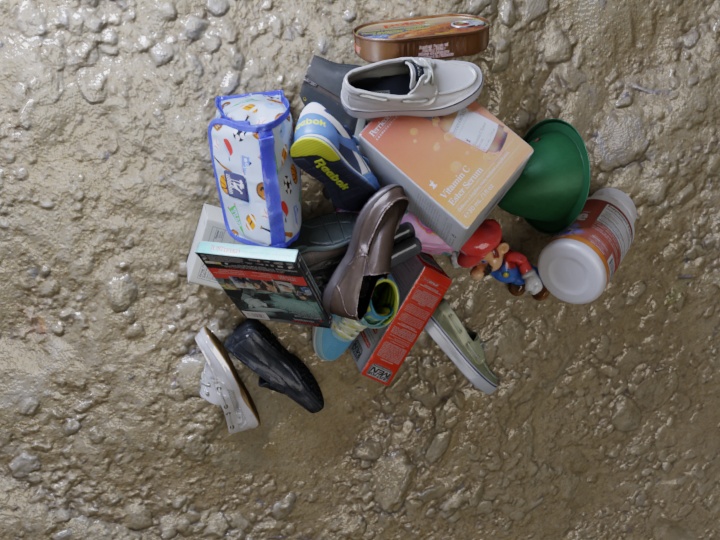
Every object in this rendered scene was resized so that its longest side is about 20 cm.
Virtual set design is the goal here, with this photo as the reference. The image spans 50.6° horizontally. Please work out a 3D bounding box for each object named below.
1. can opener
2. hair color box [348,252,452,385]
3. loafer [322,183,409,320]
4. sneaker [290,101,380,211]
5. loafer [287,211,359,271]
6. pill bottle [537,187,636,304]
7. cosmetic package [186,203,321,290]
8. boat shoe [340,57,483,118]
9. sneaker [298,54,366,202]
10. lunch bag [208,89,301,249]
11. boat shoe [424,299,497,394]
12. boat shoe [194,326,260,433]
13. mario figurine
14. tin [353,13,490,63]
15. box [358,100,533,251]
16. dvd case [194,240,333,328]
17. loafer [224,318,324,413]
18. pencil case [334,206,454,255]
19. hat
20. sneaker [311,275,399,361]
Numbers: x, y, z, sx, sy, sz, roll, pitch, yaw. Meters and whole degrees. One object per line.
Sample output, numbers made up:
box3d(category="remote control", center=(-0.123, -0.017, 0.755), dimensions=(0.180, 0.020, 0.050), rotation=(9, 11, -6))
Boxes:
box3d(category="can opener", center=(0.000, 0.000, 1.127), dimensions=(0.196, 0.054, 0.067), rotation=(-27, 151, 5))
box3d(category="hair color box", center=(0.059, 0.069, 1.226), dimensions=(0.060, 0.102, 0.203), rotation=(25, 105, -25))
box3d(category="loafer", center=(0.021, -0.019, 1.046), dimensions=(0.072, 0.070, 0.204), rotation=(5, 113, -60))
box3d(category="sneaker", center=(-0.026, -0.150, 1.039), dimensions=(0.072, 0.084, 0.200), rotation=(-14, 149, 20))
box3d(category="loafer", center=(-0.077, -0.027, 1.097), dimensions=(0.195, 0.073, 0.064), rotation=(-17, 136, -6))
box3d(category="pill bottle", center=(0.369, -0.047, 1.214), dimensions=(0.200, 0.110, 0.115), rotation=(-44, 126, -40))
box3d(category="cosmetic package", center=(-0.153, -0.017, 1.146), dimensions=(0.195, 0.073, 0.106), rotation=(17, 107, -21))
box3d(category="boat shoe", center=(0.070, -0.250, 1.003), dimensions=(0.194, 0.066, 0.074), rotation=(-4, 74, -2))
box3d(category="sneaker", center=(-0.048, -0.206, 1.107), dimensions=(0.103, 0.075, 0.204), rotation=(16, 113, -3))
box3d(category="lunch bag", center=(-0.138, -0.138, 1.028), dimensions=(0.120, 0.201, 0.174), rotation=(-10, 116, -11))
box3d(category="boat shoe", center=(0.182, 0.134, 1.306), dimensions=(0.062, 0.072, 0.200), rotation=(-41, 114, 7))
box3d(category="boat shoe", center=(-0.225, 0.184, 1.211), dimensions=(0.068, 0.071, 0.204), rotation=(-24, 118, -6))
box3d(category="mario figurine", center=(0.219, 0.002, 1.233), dimensions=(0.122, 0.108, 0.198), rotation=(-32, 134, 33))
box3d(category="tin", center=(0.086, -0.324, 1.063), dimensions=(0.194, 0.113, 0.043), rotation=(-9, 125, -11))
box3d(category="box", center=(0.114, -0.159, 1.071), dimensions=(0.199, 0.107, 0.153), rotation=(40, 79, 9))
box3d(category="dvd case", center=(-0.126, 0.023, 1.050), dimensions=(0.142, 0.023, 0.201), rotation=(5, 152, 17))
box3d(category="loafer", center=(-0.136, 0.163, 1.233), dimensions=(0.070, 0.068, 0.201), rotation=(-38, 112, 12))
box3d(category="pencil case", center=(0.052, -0.063, 1.167), dimensions=(0.194, 0.088, 0.090), rotation=(0, 113, -8))
box3d(category="hat", center=(0.216, -0.127, 1.135), dimensions=(0.172, 0.168, 0.202), rotation=(-6, 147, -29))
box3d(category="sneaker", center=(-0.009, 0.076, 1.193), dimensions=(0.078, 0.131, 0.204), rotation=(20, 106, -24))
